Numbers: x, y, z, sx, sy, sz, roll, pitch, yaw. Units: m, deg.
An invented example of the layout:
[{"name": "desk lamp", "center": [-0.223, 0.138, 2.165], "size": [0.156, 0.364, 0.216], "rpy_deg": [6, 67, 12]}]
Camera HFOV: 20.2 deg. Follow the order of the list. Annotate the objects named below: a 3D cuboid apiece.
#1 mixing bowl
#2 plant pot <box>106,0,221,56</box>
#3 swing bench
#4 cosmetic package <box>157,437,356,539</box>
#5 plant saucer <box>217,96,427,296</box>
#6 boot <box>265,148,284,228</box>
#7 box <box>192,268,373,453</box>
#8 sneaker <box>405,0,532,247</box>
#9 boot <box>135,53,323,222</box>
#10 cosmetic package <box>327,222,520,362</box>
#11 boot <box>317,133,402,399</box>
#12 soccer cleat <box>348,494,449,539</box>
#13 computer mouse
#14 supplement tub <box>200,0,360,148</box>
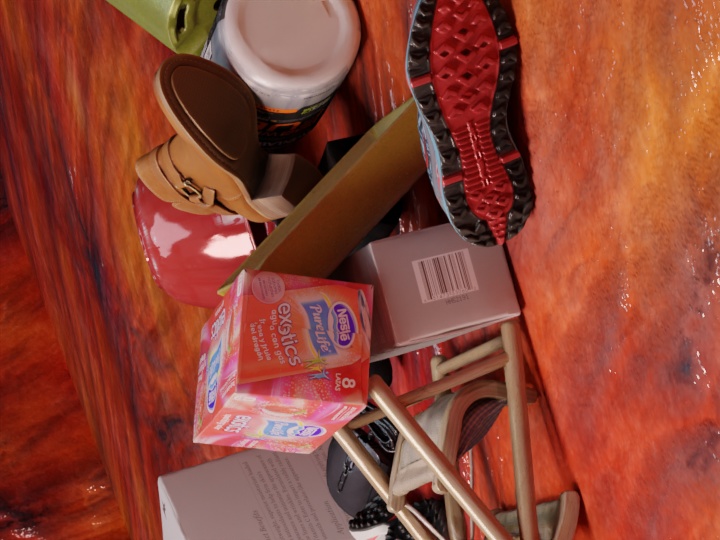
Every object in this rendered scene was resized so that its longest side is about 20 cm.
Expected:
[{"name": "mixing bowl", "center": [-0.151, -0.044, 1.906], "size": [0.200, 0.108, 0.202], "rpy_deg": [-15, -90, -89]}, {"name": "plant pot", "center": [-0.178, -0.300, 1.920], "size": [0.190, 0.199, 0.201], "rpy_deg": [48, 152, 32]}, {"name": "swing bench", "center": [0.074, 0.165, 1.560], "size": [0.201, 0.129, 0.199], "rpy_deg": [68, 163, 4]}, {"name": "cosmetic package", "center": [-0.092, 0.296, 2.112], "size": [0.165, 0.199, 0.166], "rpy_deg": [-120, 21, -43]}, {"name": "plant saucer", "center": [-0.019, -0.044, 1.590], "size": [0.048, 0.200, 0.200], "rpy_deg": [44, 169, -6]}, {"name": "boot", "center": [-0.124, -0.157, 2.032], "size": [0.175, 0.069, 0.200], "rpy_deg": [92, 154, -46]}, {"name": "box", "center": [-0.061, 0.073, 1.529], "size": [0.200, 0.102, 0.095], "rpy_deg": [134, 141, -69]}, {"name": "sneaker", "center": [0.062, -0.119, 1.412], "size": [0.096, 0.079, 0.201], "rpy_deg": [-132, 30, -61]}, {"name": "boot", "center": [-0.142, -0.102, 1.707], "size": [0.154, 0.074, 0.200], "rpy_deg": [-2, 143, 46]}, {"name": "cosmetic package", "center": [0.039, 0.019, 1.571], "size": [0.200, 0.106, 0.091], "rpy_deg": [139, 115, -75]}, {"name": "boot", "center": [-0.001, -0.001, 1.764], "size": [0.165, 0.065, 0.200], "rpy_deg": [52, 142, 16]}, {"name": "soccer cleat", "center": [0.052, 0.252, 1.851], "size": [0.073, 0.068, 0.200], "rpy_deg": [53, 164, -11]}, {"name": "computer mouse", "center": [-0.022, 0.169, 1.957], "size": [0.140, 0.046, 0.200], "rpy_deg": [45, 153, 19]}, {"name": "supplement tub", "center": [-0.076, -0.179, 1.748], "size": [0.200, 0.122, 0.123], "rpy_deg": [129, 124, -72]}]
